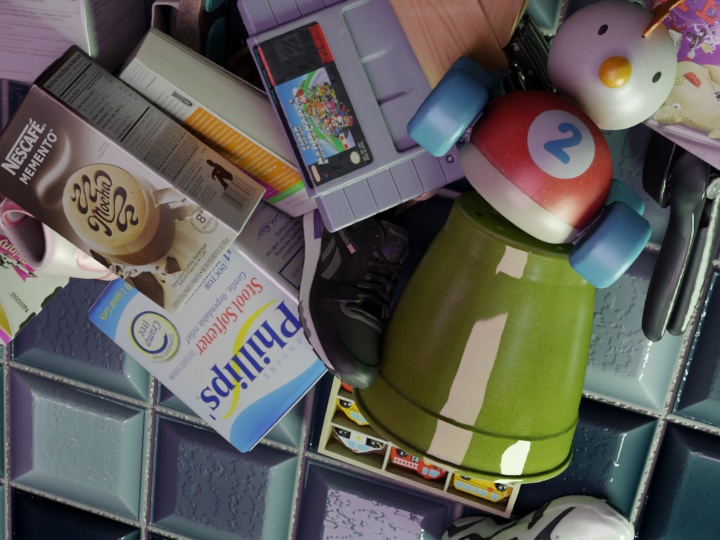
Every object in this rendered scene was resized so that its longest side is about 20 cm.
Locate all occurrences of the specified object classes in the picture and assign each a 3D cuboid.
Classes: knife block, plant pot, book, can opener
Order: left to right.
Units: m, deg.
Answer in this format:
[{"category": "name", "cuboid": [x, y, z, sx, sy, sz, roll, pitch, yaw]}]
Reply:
[{"category": "book", "cuboid": [-0.115, -0.117, 1.255, 0.200, 0.048, 0.134, 31, 160, -15]}, {"category": "knife block", "cuboid": [0.072, -0.188, 1.195, 0.199, 0.064, 0.176, 24, 124, 5]}, {"category": "plant pot", "cuboid": [0.113, 0.042, 1.256, 0.200, 0.200, 0.193, 20, 112, 8]}, {"category": "can opener", "cuboid": [0.271, -0.030, 1.225, 0.063, 0.079, 0.201, -12, 122, -23]}]

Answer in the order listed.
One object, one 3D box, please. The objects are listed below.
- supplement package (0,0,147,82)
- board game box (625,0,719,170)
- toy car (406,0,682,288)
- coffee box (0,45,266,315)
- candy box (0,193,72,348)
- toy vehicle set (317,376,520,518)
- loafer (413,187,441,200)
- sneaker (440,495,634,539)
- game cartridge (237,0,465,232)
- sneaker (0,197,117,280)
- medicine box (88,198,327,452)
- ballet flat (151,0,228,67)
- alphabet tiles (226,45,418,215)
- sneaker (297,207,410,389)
[{"category": "supplement package", "cuboid": [-0.258, -0.270, 1.236, 0.117, 0.117, 0.201, 9, 122, 15]}, {"category": "board game box", "cuboid": [0.278, -0.144, 1.133, 0.200, 0.032, 0.120, 33, 107, 11]}, {"category": "toy car", "cuboid": [0.167, -0.128, 1.082, 0.184, 0.177, 0.200, 38, 105, -2]}, {"category": "coffee box", "cuboid": [-0.195, -0.072, 1.219, 0.200, 0.080, 0.113, 36, 125, -8]}, {"category": "candy box", "cuboid": [-0.316, -0.034, 1.343, 0.136, 0.200, 0.061, 47, 135, -11]}, {"category": "toy vehicle set", "cuboid": [0.065, 0.152, 1.422, 0.199, 0.027, 0.125, 18, 123, 9]}, {"category": "loafer", "cuboid": [0.000, -0.140, 1.243, 0.200, 0.063, 0.072, 43, 125, -8]}, {"category": "sneaker", "cuboid": [0.156, 0.285, 1.405, 0.198, 0.130, 0.080, -7, 117, 23]}, {"category": "game cartridge", "cuboid": [-0.008, -0.145, 1.197, 0.201, 0.129, 0.038, 68, 163, -6]}, {"category": "sneaker", "cuboid": [-0.268, -0.089, 1.309, 0.075, 0.104, 0.201, -18, 79, 45]}, {"category": "medicine box", "cuboid": [-0.114, 0.031, 1.365, 0.200, 0.103, 0.182, 41, 124, -1]}, {"category": "ballet flat", "cuboid": [-0.142, -0.228, 1.250, 0.067, 0.068, 0.200, 23, 123, 10]}, {"category": "alphabet tiles", "cuboid": [-0.020, -0.131, 1.298, 0.167, 0.008, 0.200, -31, 106, 32]}, {"category": "sneaker", "cuboid": [0.000, 0.000, 1.251, 0.087, 0.201, 0.076, -34, 135, 31]}]
